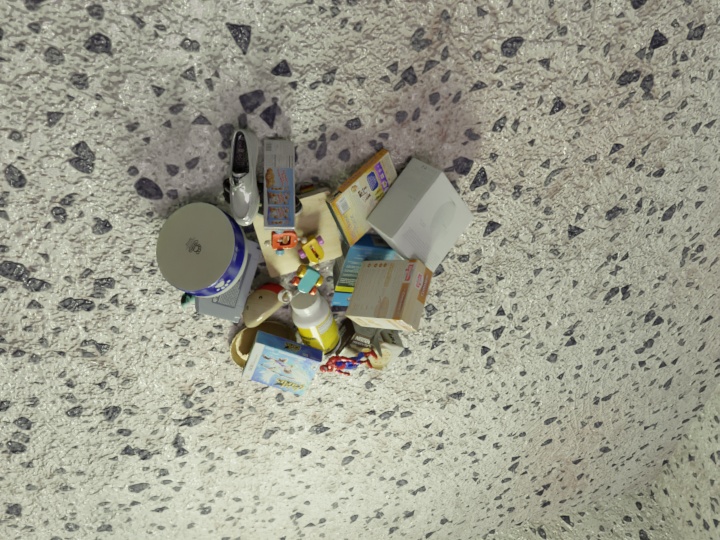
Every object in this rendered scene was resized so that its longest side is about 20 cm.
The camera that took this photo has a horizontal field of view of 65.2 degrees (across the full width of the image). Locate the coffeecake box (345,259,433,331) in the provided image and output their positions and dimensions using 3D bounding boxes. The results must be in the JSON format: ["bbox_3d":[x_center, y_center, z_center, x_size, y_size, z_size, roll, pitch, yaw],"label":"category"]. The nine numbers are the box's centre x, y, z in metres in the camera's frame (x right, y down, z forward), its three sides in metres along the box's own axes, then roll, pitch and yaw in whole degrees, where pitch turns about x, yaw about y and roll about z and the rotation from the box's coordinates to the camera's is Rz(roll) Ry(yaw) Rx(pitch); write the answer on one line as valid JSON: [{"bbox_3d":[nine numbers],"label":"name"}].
[{"bbox_3d":[0.071,0.060,1.413,0.072,0.196,0.158,33,68,-38],"label":"coffeecake box"}]

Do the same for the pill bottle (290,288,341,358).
[{"bbox_3d":[-0.129,0.144,1.586,0.109,0.114,0.204,-20,132,-2],"label":"pill bottle"}]

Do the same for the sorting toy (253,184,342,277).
[{"bbox_3d":[-0.159,-0.106,1.400,0.193,0.070,0.203,-17,132,-7],"label":"sorting toy"}]

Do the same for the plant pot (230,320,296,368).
[{"bbox_3d":[-0.284,0.216,1.646,0.193,0.028,0.205,-10,131,-12],"label":"plant pot"}]

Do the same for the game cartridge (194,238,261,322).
[{"bbox_3d":[-0.325,0.013,1.365,0.131,0.040,0.207,20,87,-41],"label":"game cartridge"}]

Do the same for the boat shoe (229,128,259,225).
[{"bbox_3d":[-0.255,-0.202,1.220,0.069,0.068,0.208,10,95,11],"label":"boat shoe"}]

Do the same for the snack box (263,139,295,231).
[{"bbox_3d":[-0.180,-0.190,1.247,0.069,0.208,0.024,0,166,-11],"label":"snack box"}]

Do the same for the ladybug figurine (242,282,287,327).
[{"bbox_3d":[-0.252,0.082,1.462,0.134,0.200,0.073,-38,93,1],"label":"ladybug figurine"}]

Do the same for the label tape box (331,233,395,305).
[{"bbox_3d":[0.000,0.000,1.548,0.139,0.064,0.204,5,126,-24],"label":"label tape box"}]

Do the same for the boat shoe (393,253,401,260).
[{"bbox_3d":[0.100,0.000,1.584,0.070,0.066,0.207,2,106,-25],"label":"boat shoe"}]

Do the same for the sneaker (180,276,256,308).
[{"bbox_3d":[-0.356,0.059,1.455,0.197,0.079,0.140,-35,131,10],"label":"sneaker"}]

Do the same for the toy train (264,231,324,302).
[{"bbox_3d":[-0.160,-0.028,1.375,0.145,0.056,0.206,-11,122,-16],"label":"toy train"}]

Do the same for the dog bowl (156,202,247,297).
[{"bbox_3d":[-0.359,-0.046,1.279,0.195,0.205,0.079,-27,166,5],"label":"dog bowl"}]

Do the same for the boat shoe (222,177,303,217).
[{"bbox_3d":[-0.225,-0.169,1.282,0.193,0.075,0.062,14,136,16],"label":"boat shoe"}]

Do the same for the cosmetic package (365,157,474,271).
[{"bbox_3d":[0.151,-0.129,1.416,0.202,0.122,0.199,-52,134,-3],"label":"cosmetic package"}]

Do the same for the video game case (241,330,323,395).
[{"bbox_3d":[-0.225,0.268,1.605,0.194,0.046,0.183,19,134,-12],"label":"video game case"}]

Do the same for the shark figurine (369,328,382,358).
[{"bbox_3d":[0.106,0.149,1.647,0.213,0.088,0.132,-35,135,-44],"label":"shark figurine"}]

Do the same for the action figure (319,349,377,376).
[{"bbox_3d":[-0.037,0.271,1.627,0.195,0.052,0.066,0,135,-37],"label":"action figure"}]

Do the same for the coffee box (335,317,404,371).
[{"bbox_3d":[0.022,0.226,1.730,0.196,0.081,0.115,22,118,-33],"label":"coffee box"}]

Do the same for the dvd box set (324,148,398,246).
[{"bbox_3d":[0.015,-0.177,1.383,0.199,0.029,0.148,-43,135,-14],"label":"dvd box set"}]
